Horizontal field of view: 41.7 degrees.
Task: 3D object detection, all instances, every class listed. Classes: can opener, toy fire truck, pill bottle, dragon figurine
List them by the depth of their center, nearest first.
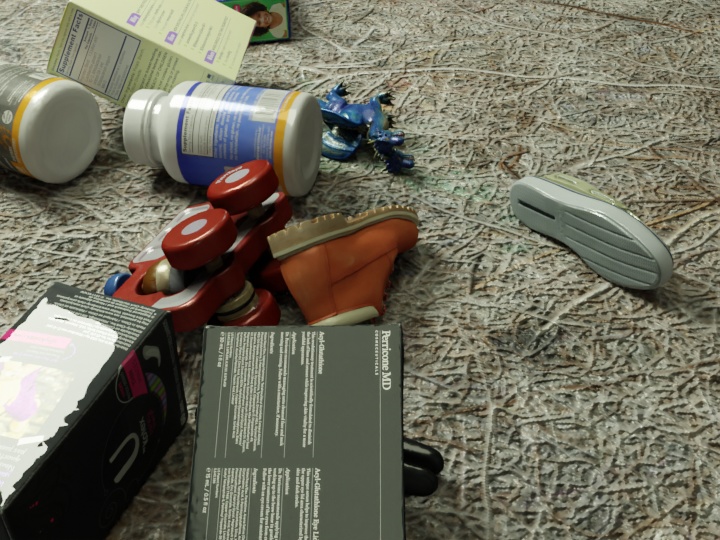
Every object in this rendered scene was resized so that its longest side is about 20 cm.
[{"bbox_3d":[-0.034,0.127,0.720,0.199,0.079,0.063,21,35,13],"label":"can opener"},{"bbox_3d":[-0.148,-0.008,0.874,0.167,0.113,0.200,-9,31,32],"label":"toy fire truck"},{"bbox_3d":[-0.149,-0.145,1.024,0.198,0.113,0.112,7,39,13],"label":"pill bottle"},{"bbox_3d":[-0.402,-0.177,1.075,0.199,0.117,0.116,18,43,25],"label":"pill bottle"},{"bbox_3d":[-0.021,-0.168,1.087,0.199,0.059,0.100,16,42,19],"label":"dragon figurine"}]

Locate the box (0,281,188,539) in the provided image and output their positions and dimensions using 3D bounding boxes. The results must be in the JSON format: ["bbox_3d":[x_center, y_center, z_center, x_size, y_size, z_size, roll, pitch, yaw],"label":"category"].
[{"bbox_3d":[-0.223,0.121,0.685,0.105,0.123,0.200,13,41,18],"label":"box"}]

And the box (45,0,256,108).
[{"bbox_3d":[-0.242,-0.268,1.127,0.199,0.097,0.177,24,35,-14],"label":"box"}]

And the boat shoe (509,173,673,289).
[{"bbox_3d":[0.230,-0.050,0.918,0.062,0.072,0.200,-26,42,-24],"label":"boat shoe"}]

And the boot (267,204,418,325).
[{"bbox_3d":[0.000,0.000,0.873,0.075,0.108,0.199,-22,-2,37],"label":"boot"}]

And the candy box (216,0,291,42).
[{"bbox_3d":[-0.208,-0.389,1.360,0.198,0.077,0.170,-9,39,-7],"label":"candy box"}]

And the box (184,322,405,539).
[{"bbox_3d":[-0.038,0.141,0.636,0.140,0.079,0.201,-2,61,5],"label":"box"}]
